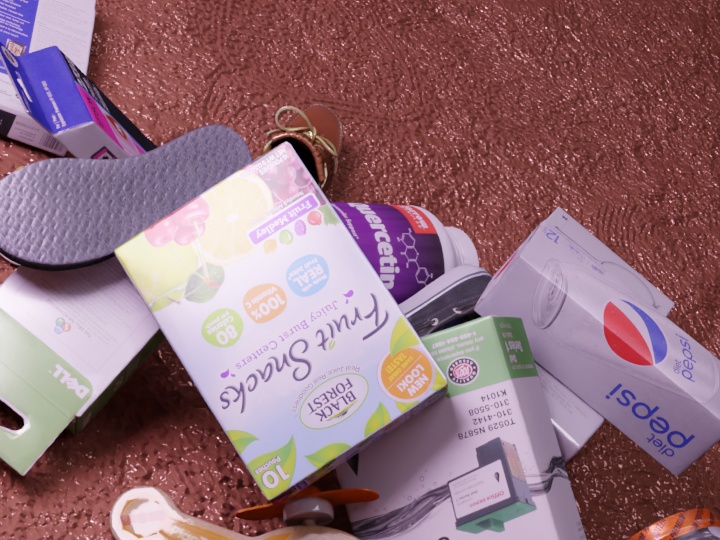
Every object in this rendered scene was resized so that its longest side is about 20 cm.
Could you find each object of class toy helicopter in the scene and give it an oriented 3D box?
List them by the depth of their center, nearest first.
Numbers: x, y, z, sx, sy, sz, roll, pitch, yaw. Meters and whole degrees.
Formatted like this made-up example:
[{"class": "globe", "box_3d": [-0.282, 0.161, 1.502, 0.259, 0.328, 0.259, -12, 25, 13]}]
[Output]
[{"class": "toy helicopter", "box_3d": [-0.071, 0.189, 1.003, 0.199, 0.079, 0.133, 22, 65, 6]}]

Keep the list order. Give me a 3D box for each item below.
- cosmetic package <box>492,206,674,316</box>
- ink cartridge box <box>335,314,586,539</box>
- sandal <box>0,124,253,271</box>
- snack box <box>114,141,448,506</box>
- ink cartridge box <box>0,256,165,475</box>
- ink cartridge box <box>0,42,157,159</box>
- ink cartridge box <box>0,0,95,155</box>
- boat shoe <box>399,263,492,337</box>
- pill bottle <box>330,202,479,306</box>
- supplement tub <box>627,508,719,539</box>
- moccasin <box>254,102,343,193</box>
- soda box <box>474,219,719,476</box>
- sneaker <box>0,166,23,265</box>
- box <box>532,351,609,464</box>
[{"class": "cosmetic package", "box_3d": [0.196, 0.039, 1.401, 0.151, 0.052, 0.200, 39, 38, 7]}, {"class": "ink cartridge box", "box_3d": [0.066, 0.148, 1.047, 0.084, 0.145, 0.201, 10, 62, -70]}, {"class": "sandal", "box_3d": [-0.167, -0.046, 1.039, 0.199, 0.043, 0.076, -16, 82, -27]}, {"class": "snack box", "box_3d": [-0.053, 0.034, 1.002, 0.142, 0.053, 0.200, -32, 77, -4]}, {"class": "ink cartridge box", "box_3d": [-0.206, 0.044, 1.048, 0.104, 0.059, 0.200, 39, 67, 3]}, {"class": "ink cartridge box", "box_3d": [-0.205, -0.108, 1.162, 0.200, 0.037, 0.095, 44, 12, -53]}, {"class": "ink cartridge box", "box_3d": [-0.280, -0.187, 1.266, 0.094, 0.037, 0.201, 19, 43, -21]}, {"class": "boat shoe", "box_3d": [0.042, 0.064, 1.181, 0.200, 0.069, 0.057, -37, 46, -22]}, {"class": "pill bottle", "box_3d": [0.000, 0.000, 1.237, 0.199, 0.113, 0.113, -1, 51, -38]}, {"class": "supplement tub", "box_3d": [0.276, 0.292, 1.141, 0.122, 0.123, 0.201, 1, 51, -37]}, {"class": "moccasin", "box_3d": [-0.060, -0.095, 1.317, 0.074, 0.078, 0.201, 37, 38, 1]}, {"class": "soda box", "box_3d": [0.186, 0.057, 1.111, 0.200, 0.068, 0.063, 40, 38, 1]}, {"class": "sneaker", "box_3d": [-0.184, -0.022, 1.148, 0.199, 0.077, 0.073, 15, 41, -28]}, {"class": "box", "box_3d": [0.137, 0.105, 1.201, 0.106, 0.152, 0.200, 43, 39, 10]}]
